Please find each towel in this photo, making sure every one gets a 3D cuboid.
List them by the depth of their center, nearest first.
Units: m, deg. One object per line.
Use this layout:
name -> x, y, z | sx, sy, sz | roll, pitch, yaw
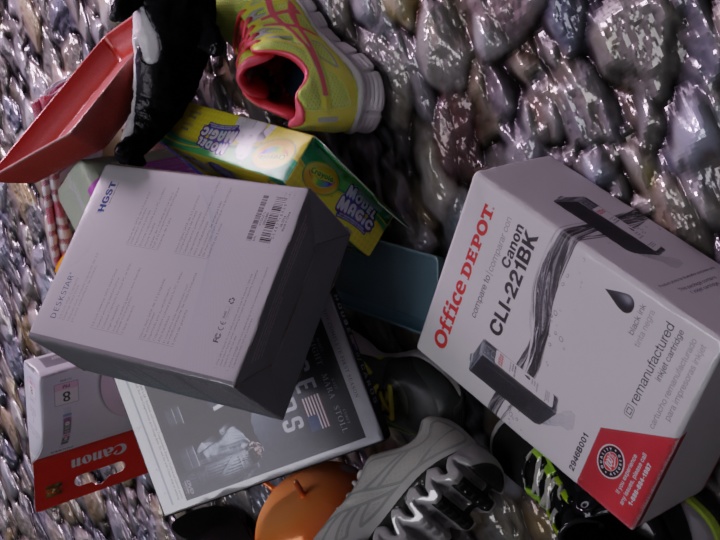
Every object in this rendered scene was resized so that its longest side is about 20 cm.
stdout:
towel -> -0.292, -0.100, 1.169 | 0.030, 0.146, 0.201 | 1, 111, 8

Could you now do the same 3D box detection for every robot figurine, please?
robot figurine -> -0.006, 0.240, 0.927 | 0.117, 0.144, 0.200 | -36, 105, 18

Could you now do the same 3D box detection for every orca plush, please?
orca plush -> -0.147, -0.177, 0.892 | 0.071, 0.105, 0.200 | 8, 70, 34

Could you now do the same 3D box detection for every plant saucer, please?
plant saucer -> 0.000, 0.000, 0.934 | 0.200, 0.019, 0.070 | 17, 117, 45
plant saucer -> -0.229, -0.159, 0.996 | 0.037, 0.200, 0.200 | 44, 150, -24

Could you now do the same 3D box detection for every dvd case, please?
dvd case -> -0.093, 0.095, 0.890 | 0.200, 0.025, 0.151 | -22, 87, 16

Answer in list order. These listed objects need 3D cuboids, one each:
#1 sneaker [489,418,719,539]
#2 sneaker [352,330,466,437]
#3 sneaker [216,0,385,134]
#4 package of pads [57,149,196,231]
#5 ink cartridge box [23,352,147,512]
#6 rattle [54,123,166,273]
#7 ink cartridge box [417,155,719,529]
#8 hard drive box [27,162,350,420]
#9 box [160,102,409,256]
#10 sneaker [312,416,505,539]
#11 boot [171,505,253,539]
sneaker -> 0.152, 0.150, 0.754 | 0.200, 0.083, 0.072 | 22, 120, 45
sneaker -> 0.001, 0.102, 0.918 | 0.200, 0.085, 0.075 | 14, 115, 47
sneaker -> -0.070, -0.173, 0.893 | 0.200, 0.090, 0.078 | 42, 135, 35
package of pads -> -0.159, -0.015, 1.012 | 0.068, 0.154, 0.200 | -41, 71, 42
ink cartridge box -> -0.277, 0.169, 1.222 | 0.057, 0.162, 0.200 | 30, 126, 46
rattle -> -0.256, -0.114, 1.109 | 0.130, 0.143, 0.200 | 42, 140, 53
ink cartridge box -> 0.144, 0.038, 0.713 | 0.200, 0.084, 0.145 | 40, 127, 35
hard drive box -> -0.129, 0.011, 0.847 | 0.200, 0.077, 0.156 | 10, 70, 30
box -> -0.061, -0.072, 0.904 | 0.200, 0.117, 0.048 | 18, 74, 45
sneaker -> 0.011, 0.188, 0.824 | 0.081, 0.200, 0.075 | 50, 178, 46
boot -> -0.121, 0.363, 1.200 | 0.188, 0.068, 0.200 | 9, 117, 35
